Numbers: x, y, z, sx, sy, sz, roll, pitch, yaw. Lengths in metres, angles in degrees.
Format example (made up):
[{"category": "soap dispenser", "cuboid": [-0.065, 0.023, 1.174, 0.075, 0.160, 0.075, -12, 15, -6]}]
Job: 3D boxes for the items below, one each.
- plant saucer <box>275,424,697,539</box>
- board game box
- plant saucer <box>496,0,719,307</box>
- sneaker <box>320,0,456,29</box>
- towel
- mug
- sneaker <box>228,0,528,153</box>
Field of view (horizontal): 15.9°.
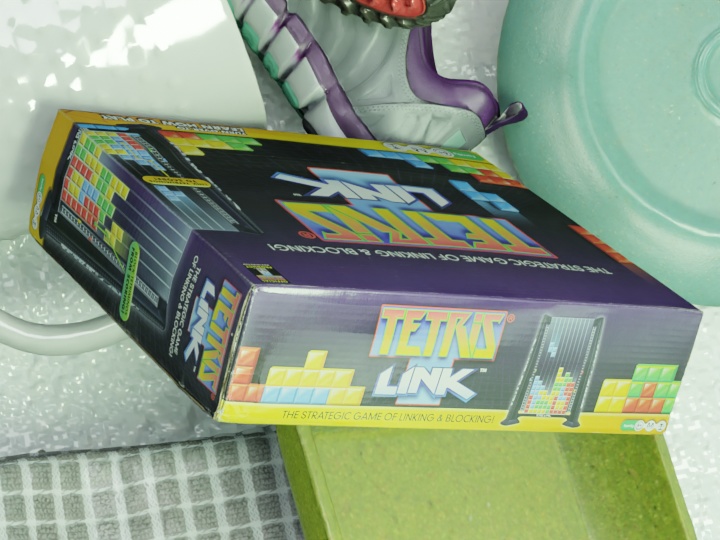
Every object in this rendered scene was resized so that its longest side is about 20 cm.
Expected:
[{"category": "plant saucer", "cuboid": [0.054, 0.125, 1.008, 0.200, 0.048, 0.200, -1, 67, -43]}, {"category": "board game box", "cuboid": [0.000, 0.000, 0.966, 0.200, 0.165, 0.057, 3, 111, -34]}, {"category": "plant saucer", "cuboid": [0.159, -0.083, 1.093, 0.200, 0.036, 0.200, 0, 91, -4]}, {"category": "sneaker", "cuboid": [-0.009, -0.190, 1.058, 0.096, 0.079, 0.200, -29, 73, -27]}, {"category": "towel", "cuboid": [-0.077, 0.159, 1.007, 0.165, 0.086, 0.200, -8, 73, -7]}, {"category": "mug", "cuboid": [-0.137, -0.063, 1.046, 0.175, 0.148, 0.200, -25, 85, -7]}, {"category": "sneaker", "cuboid": [-0.014, -0.122, 1.102, 0.088, 0.074, 0.200, -34, 86, 2]}]
